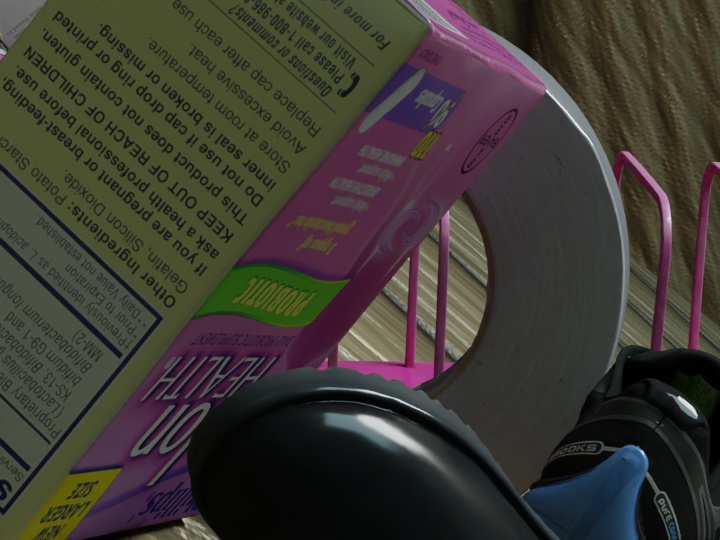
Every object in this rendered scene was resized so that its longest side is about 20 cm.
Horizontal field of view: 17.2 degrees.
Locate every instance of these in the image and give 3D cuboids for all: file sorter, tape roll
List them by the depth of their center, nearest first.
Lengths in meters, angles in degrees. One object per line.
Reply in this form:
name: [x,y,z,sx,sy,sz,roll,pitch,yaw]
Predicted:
tape roll: [0.000,0.000,0.883,0.200,0.200,0.066,40,9,2]
file sorter: [0.075,0.015,1.068,0.199,0.126,0.139,1,14,-5]

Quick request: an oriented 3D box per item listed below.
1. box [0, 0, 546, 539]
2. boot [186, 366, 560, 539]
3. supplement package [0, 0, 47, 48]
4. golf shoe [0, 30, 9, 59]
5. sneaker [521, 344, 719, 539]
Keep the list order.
box: [-0.053,-0.020,0.755,0.097,0.200,0.176,42,8,12]
boot: [0.044,0.123,0.568,0.165,0.066,0.200,36,17,-32]
supplement package: [-0.130,-0.133,1.127,0.120,0.121,0.200,48,-3,44]
golf shoe: [-0.133,-0.054,1.035,0.199,0.073,0.092,18,28,-43]
sneaker: [0.105,0.069,0.803,0.071,0.083,0.200,36,4,13]
